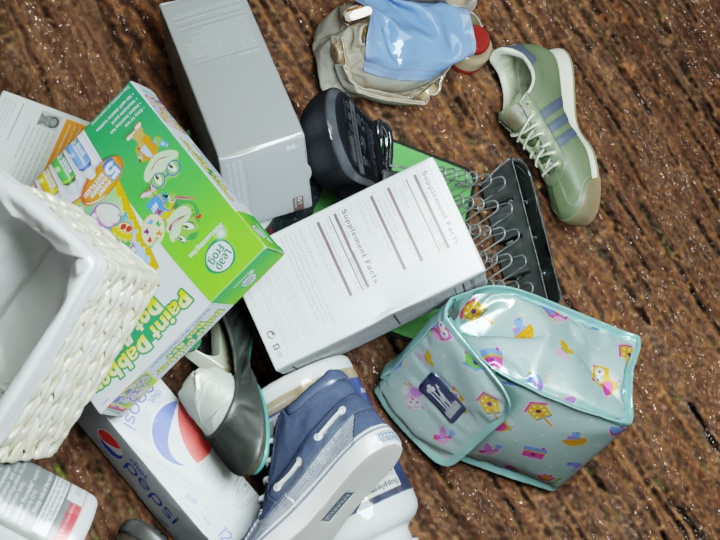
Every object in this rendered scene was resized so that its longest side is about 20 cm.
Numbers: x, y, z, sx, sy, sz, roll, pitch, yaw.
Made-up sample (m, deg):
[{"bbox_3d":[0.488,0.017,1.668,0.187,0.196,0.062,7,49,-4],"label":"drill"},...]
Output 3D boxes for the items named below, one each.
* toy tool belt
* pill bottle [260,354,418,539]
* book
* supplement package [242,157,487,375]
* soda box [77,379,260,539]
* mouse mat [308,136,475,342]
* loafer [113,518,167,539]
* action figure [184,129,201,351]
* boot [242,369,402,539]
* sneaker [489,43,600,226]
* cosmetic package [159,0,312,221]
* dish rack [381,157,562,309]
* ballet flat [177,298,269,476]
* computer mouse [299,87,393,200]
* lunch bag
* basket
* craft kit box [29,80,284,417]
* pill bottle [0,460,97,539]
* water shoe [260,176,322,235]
[{"bbox_3d":[0.057,-0.230,1.787,0.198,0.123,0.126,-7,73,-24],"label":"toy tool belt"},{"bbox_3d":[-0.017,0.186,1.603,0.110,0.111,0.201,-21,79,-27],"label":"pill bottle"},{"bbox_3d":[-0.251,-0.064,1.629,0.198,0.048,0.135,22,64,-2],"label":"book"},{"bbox_3d":[0.000,0.000,1.599,0.199,0.114,0.110,-26,82,1],"label":"supplement package"},{"bbox_3d":[-0.169,0.158,1.578,0.063,0.068,0.200,-39,87,-29],"label":"soda box"},{"bbox_3d":[0.024,-0.036,1.766,0.160,0.008,0.202,20,65,-13],"label":"mouse mat"},{"bbox_3d":[-0.142,0.298,1.539,0.200,0.073,0.071,41,69,5],"label":"loafer"},{"bbox_3d":[-0.172,-0.022,1.575,0.117,0.055,0.201,-21,71,-3],"label":"action figure"},{"bbox_3d":[-0.055,0.179,1.530,0.091,0.200,0.073,51,16,29],"label":"boot"},{"bbox_3d":[0.174,-0.139,1.825,0.089,0.067,0.202,9,60,-32],"label":"sneaker"},{"bbox_3d":[-0.112,-0.149,1.655,0.089,0.107,0.201,-15,53,-7],"label":"cosmetic package"},{"bbox_3d":[0.100,-0.032,1.731,0.199,0.054,0.155,4,67,-49],"label":"dish rack"},{"bbox_3d":[-0.123,0.093,1.571,0.068,0.068,0.201,22,33,-26],"label":"ballet flat"},{"bbox_3d":[-0.014,-0.100,1.692,0.052,0.200,0.140,-12,69,16],"label":"computer mouse"},{"bbox_3d":[0.129,0.104,1.659,0.198,0.171,0.123,18,57,-14],"label":"lunch bag"},{"bbox_3d":[-0.272,0.042,1.456,0.135,0.123,0.201,37,99,23],"label":"basket"},{"bbox_3d":[-0.195,-0.018,1.525,0.200,0.048,0.198,-45,72,10],"label":"craft kit box"},{"bbox_3d":[-0.323,0.188,1.478,0.199,0.114,0.115,30,62,-8],"label":"pill bottle"},{"bbox_3d":[-0.120,-0.038,1.685,0.079,0.072,0.200,32,62,28],"label":"water shoe"}]
